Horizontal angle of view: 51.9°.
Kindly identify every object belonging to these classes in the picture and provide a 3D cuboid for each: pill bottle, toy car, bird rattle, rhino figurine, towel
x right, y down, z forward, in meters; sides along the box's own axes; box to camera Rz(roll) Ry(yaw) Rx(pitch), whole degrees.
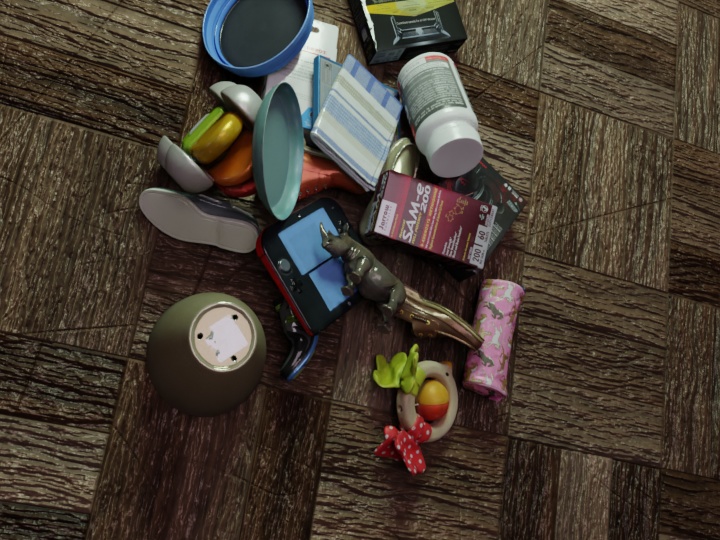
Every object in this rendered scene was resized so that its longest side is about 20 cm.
[{"bbox_3d":[0.139,-0.269,1.286,0.111,0.115,0.203,-2,56,-19],"label":"pill bottle"},{"bbox_3d":[-0.209,-0.185,1.147,0.175,0.200,0.150,-47,118,-4],"label":"toy car"},{"bbox_3d":[0.102,0.223,1.205,0.160,0.112,0.205,-5,82,-36],"label":"bird rattle"},{"bbox_3d":[0.000,0.000,1.174,0.200,0.059,0.088,48,38,-13],"label":"rhino figurine"},{"bbox_3d":[-0.003,-0.248,1.237,0.146,0.024,0.203,39,53,-26],"label":"towel"}]

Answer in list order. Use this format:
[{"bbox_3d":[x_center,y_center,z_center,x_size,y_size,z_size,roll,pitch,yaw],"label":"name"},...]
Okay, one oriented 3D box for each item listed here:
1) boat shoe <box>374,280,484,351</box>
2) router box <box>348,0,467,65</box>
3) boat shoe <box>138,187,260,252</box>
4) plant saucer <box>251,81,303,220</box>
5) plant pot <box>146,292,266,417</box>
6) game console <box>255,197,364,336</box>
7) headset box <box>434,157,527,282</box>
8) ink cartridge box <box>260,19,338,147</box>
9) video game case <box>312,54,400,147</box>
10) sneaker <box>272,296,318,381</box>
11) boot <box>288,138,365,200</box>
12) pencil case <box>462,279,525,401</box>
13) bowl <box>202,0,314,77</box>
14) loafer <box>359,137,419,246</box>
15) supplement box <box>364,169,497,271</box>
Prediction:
[{"bbox_3d":[0.113,0.085,1.242,0.198,0.072,0.068,30,88,11],"label":"boat shoe"},{"bbox_3d":[0.086,-0.481,1.383,0.196,0.052,0.161,-14,82,-21],"label":"router box"},{"bbox_3d":[-0.253,-0.086,1.183,0.196,0.074,0.062,19,29,-7],"label":"boat shoe"},{"bbox_3d":[-0.125,-0.179,1.115,0.027,0.200,0.205,3,74,12],"label":"plant saucer"},{"bbox_3d":[-0.209,0.109,1.066,0.183,0.200,0.192,5,76,-18],"label":"plant pot"},{"bbox_3d":[-0.062,-0.014,1.179,0.199,0.031,0.179,-34,90,-46],"label":"game console"},{"bbox_3d":[0.181,-0.092,1.313,0.148,0.075,0.201,42,68,-6],"label":"headset box"},{"bbox_3d":[-0.107,-0.329,1.273,0.113,0.068,0.205,11,74,-16],"label":"ink cartridge box"},{"bbox_3d":[-0.003,-0.270,1.277,0.197,0.018,0.147,12,73,-43],"label":"video game case"},{"bbox_3d":[-0.105,0.079,1.182,0.081,0.071,0.204,13,67,-14],"label":"sneaker"},{"bbox_3d":[-0.078,-0.152,1.247,0.196,0.075,0.109,19,80,-10],"label":"boot"},{"bbox_3d":[0.231,0.118,1.279,0.085,0.083,0.204,15,72,2],"label":"pencil case"},{"bbox_3d":[-0.169,-0.415,1.236,0.196,0.039,0.205,-6,70,17],"label":"bowl"},{"bbox_3d":[0.065,-0.133,1.276,0.075,0.067,0.204,33,73,-48],"label":"loafer"},{"bbox_3d":[0.116,-0.080,1.213,0.196,0.061,0.111,17,83,-13],"label":"supplement box"}]
